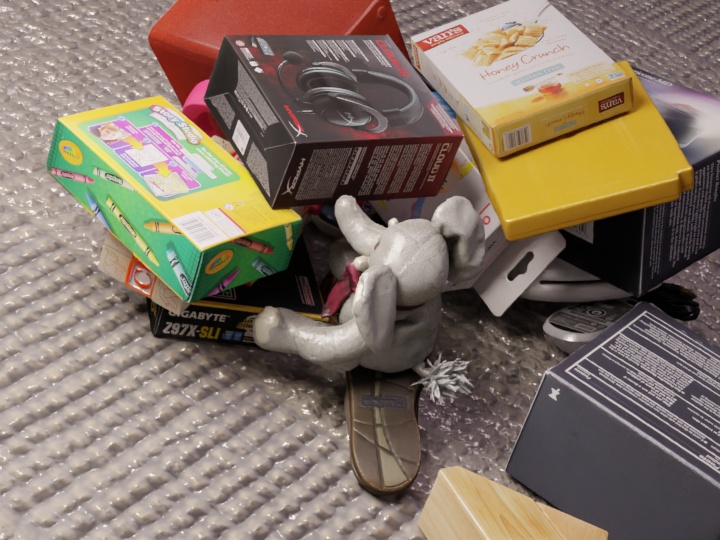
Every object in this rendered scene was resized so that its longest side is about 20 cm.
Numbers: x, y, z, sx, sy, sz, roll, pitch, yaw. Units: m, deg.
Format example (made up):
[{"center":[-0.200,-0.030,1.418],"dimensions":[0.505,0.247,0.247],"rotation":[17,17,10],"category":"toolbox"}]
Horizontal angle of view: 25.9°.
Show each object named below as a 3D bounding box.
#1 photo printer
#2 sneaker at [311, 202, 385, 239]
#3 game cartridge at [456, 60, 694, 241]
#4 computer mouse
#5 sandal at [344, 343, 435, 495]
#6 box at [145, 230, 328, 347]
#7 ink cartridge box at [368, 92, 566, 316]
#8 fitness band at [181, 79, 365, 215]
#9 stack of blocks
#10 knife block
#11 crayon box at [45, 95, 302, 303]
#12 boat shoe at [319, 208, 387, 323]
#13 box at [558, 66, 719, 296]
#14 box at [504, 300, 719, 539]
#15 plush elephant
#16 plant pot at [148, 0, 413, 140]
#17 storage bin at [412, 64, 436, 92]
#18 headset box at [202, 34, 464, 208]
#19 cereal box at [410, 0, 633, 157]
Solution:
[{"center":[0.225,-0.033,1.644],"dimensions":[0.164,0.070,0.201],"rotation":[-3,28,-2],"category":"photo printer"},{"center":[0.048,-0.080,1.633],"dimensions":[0.197,0.085,0.075],"rotation":[-3,38,-13],"category":"sneaker"},{"center":[0.191,-0.111,1.426],"dimensions":[0.174,0.033,0.201],"rotation":[-14,40,-1],"category":"game cartridge"},{"center":[0.257,0.052,1.601],"dimensions":[0.109,0.044,0.199],"rotation":[19,29,40],"category":"computer mouse"},{"center":[0.024,0.119,1.374],"dimensions":[0.081,0.055,0.202],"rotation":[5,48,-5],"category":"sandal"},{"center":[-0.126,-0.008,1.479],"dimensions":[0.158,0.050,0.201],"rotation":[6,35,-18],"category":"box"},{"center":[0.092,-0.062,1.515],"dimensions":[0.201,0.115,0.068],"rotation":[52,30,20],"category":"ink cartridge box"},{"center":[-0.078,-0.116,1.497],"dimensions":[0.198,0.144,0.038],"rotation":[27,71,8],"category":"fitness band"},{"center":[-0.135,-0.039,1.419],"dimensions":[0.114,0.059,0.200],"rotation":[28,34,10],"category":"stack of blocks"},{"center":[0.126,0.256,1.208],"dimensions":[0.198,0.065,0.176],"rotation":[24,31,5],"category":"knife block"},{"center":[-0.160,-0.065,1.334],"dimensions":[0.200,0.059,0.118],"rotation":[41,38,27],"category":"crayon box"},{"center":[0.000,0.000,1.517],"dimensions":[0.071,0.069,0.201],"rotation":[19,32,-3],"category":"boat shoe"},{"center":[0.265,-0.097,1.541],"dimensions":[0.197,0.125,0.199],"rotation":[-25,38,-34],"category":"box"},{"center":[0.267,0.152,1.387],"dimensions":[0.199,0.124,0.198],"rotation":[34,33,23],"category":"box"},{"center":[0.020,0.008,1.332],"dimensions":[0.199,0.156,0.164],"rotation":[32,46,27],"category":"plush elephant"},{"center":[-0.059,-0.208,1.576],"dimensions":[0.175,0.201,0.200],"rotation":[25,65,34],"category":"plant pot"},{"center":[0.007,-0.180,1.768],"dimensions":[0.134,0.095,0.200],"rotation":[-9,43,-39],"category":"storage bin"},{"center":[-0.016,-0.135,1.384],"dimensions":[0.198,0.078,0.149],"rotation":[-6,47,-33],"category":"headset box"},{"center":[0.148,-0.188,1.476],"dimensions":[0.142,0.040,0.200],"rotation":[-21,38,-11],"category":"cereal box"}]
